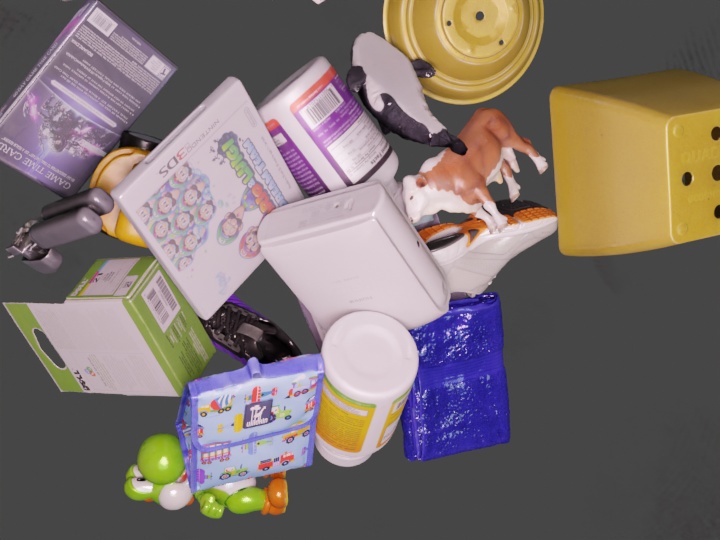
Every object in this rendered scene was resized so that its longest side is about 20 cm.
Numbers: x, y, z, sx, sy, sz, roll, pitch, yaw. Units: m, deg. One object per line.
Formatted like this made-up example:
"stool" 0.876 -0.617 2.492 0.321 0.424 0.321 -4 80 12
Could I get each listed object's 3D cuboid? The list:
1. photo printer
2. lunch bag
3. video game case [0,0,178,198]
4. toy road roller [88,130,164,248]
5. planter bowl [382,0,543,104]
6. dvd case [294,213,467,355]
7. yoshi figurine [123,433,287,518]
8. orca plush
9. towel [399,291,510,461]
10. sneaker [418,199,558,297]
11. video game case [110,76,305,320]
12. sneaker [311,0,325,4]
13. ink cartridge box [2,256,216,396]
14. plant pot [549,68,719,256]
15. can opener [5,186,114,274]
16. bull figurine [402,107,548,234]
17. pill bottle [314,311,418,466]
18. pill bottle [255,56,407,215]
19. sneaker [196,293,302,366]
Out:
"photo printer" 0.000 0.000 1.206 0.164 0.070 0.201 -12 136 27
"lunch bag" -0.123 0.151 1.190 0.148 0.095 0.201 -10 148 -17
"video game case" -0.308 -0.183 1.173 0.201 0.019 0.143 -49 145 4
"toy road roller" -0.204 -0.068 1.191 0.197 0.146 0.125 17 99 -12
"planter bowl" 0.129 -0.292 1.228 0.196 0.083 0.205 -2 102 -9
"dvd case" 0.025 0.027 1.314 0.197 0.016 0.151 -23 105 -3
"yoshi figurine" -0.186 0.240 1.285 0.196 0.112 0.114 0 92 -7
"orca plush" 0.047 -0.184 1.211 0.104 0.200 0.072 -31 149 -30
"towel" 0.114 0.135 1.324 0.145 0.050 0.204 -10 108 -7
"sneaker" 0.151 -0.020 1.295 0.197 0.076 0.094 -18 118 -13
"video game case" -0.154 -0.074 1.156 0.182 0.024 0.201 -48 137 -19
"sneaker" -0.023 -0.344 1.206 0.196 0.074 0.082 0 107 -1
"ink cartridge box" -0.288 0.065 1.221 0.197 0.076 0.149 -1 130 30
"plant pot" 0.353 -0.118 1.228 0.196 0.176 0.204 -11 104 -21
"can opener" -0.325 -0.040 1.172 0.067 0.198 0.054 43 55 -30
"bull figurine" 0.131 -0.109 1.233 0.121 0.065 0.201 44 58 -6
"pill bottle" -0.004 0.147 1.242 0.109 0.113 0.201 3 144 -9
"pill bottle" -0.026 -0.132 1.223 0.111 0.111 0.201 -38 105 1
"sneaker" -0.143 0.066 1.246 0.199 0.099 0.070 34 78 -16
